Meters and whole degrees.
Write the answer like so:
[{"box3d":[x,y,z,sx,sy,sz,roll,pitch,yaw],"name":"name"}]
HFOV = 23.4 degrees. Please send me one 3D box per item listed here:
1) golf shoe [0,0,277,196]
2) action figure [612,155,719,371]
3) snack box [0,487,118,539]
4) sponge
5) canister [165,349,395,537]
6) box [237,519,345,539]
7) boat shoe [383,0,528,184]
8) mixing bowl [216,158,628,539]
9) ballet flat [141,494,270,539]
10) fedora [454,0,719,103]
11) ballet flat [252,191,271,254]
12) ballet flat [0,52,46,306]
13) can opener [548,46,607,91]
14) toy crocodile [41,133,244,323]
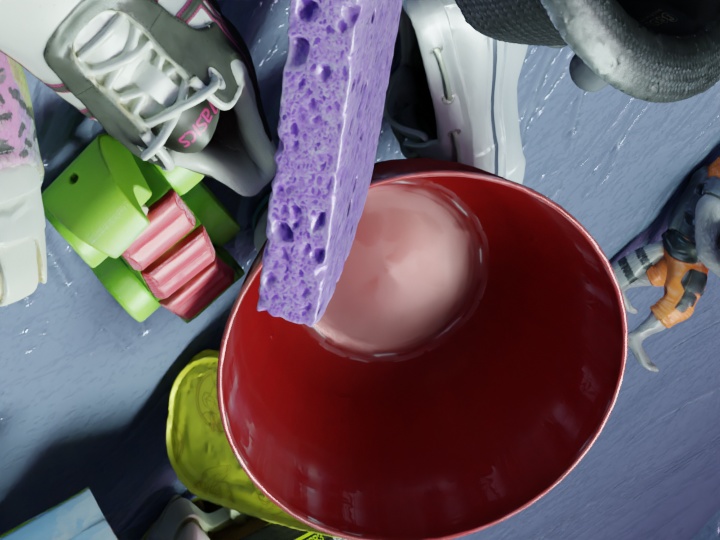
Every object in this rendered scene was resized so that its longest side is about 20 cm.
[{"box3d":[-0.082,-0.086,0.607,0.077,0.088,0.200,-42,159,9],"name":"golf shoe"},{"box3d":[0.269,-0.016,1.394,0.194,0.104,0.200,-55,-178,21],"name":"action figure"},{"box3d":[-0.227,0.201,0.875,0.168,0.068,0.200,-28,175,-46],"name":"snack box"},{"box3d":[-0.006,-0.089,0.665,0.112,0.030,0.201,-69,171,-54],"name":"sponge"},{"box3d":[0.000,0.086,1.039,0.199,0.147,0.087,-11,109,-60],"name":"canister"},{"box3d":[-0.106,0.206,1.006,0.192,0.048,0.200,-33,171,27],"name":"box"},{"box3d":[0.041,-0.088,0.880,0.066,0.074,0.201,-20,146,-12],"name":"boat shoe"},{"box3d":[0.023,0.023,0.860,0.198,0.109,0.202,-4,117,-8],"name":"mixing bowl"},{"box3d":[-0.089,0.162,1.145,0.199,0.067,0.067,-31,142,0],"name":"ballet flat"},{"box3d":[0.092,-0.158,0.740,0.091,0.203,0.200,-11,-177,39],"name":"fedora"},{"box3d":[0.000,0.000,0.972,0.069,0.070,0.200,-42,160,2],"name":"ballet flat"},{"box3d":[-0.161,0.003,0.668,0.069,0.071,0.201,-17,149,-47],"name":"ballet flat"},{"box3d":[0.128,-0.132,0.887,0.067,0.053,0.200,-38,-177,34],"name":"can opener"},{"box3d":[-0.090,-0.014,0.778,0.067,0.062,0.200,-39,161,-4],"name":"toy crocodile"}]
